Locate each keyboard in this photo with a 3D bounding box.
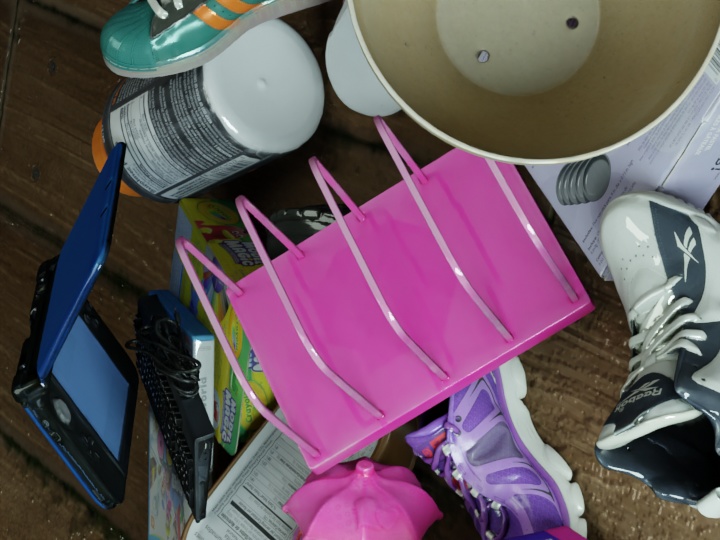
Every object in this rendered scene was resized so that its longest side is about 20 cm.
[{"bbox_3d":[-0.142,0.082,1.493,0.200,0.039,0.105,-123,35,-57],"label":"keyboard"}]

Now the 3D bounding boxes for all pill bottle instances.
[{"bbox_3d":[-0.122,-0.112,1.585,0.200,0.106,0.107,-20,72,52],"label":"pill bottle"}]

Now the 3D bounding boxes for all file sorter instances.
[{"bbox_3d":[0.010,-0.002,1.282,0.199,0.125,0.140,-31,62,7],"label":"file sorter"}]

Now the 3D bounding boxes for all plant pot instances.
[{"bbox_3d":[0.091,-0.151,1.165,0.134,0.199,0.202,93,177,-87],"label":"plant pot"}]

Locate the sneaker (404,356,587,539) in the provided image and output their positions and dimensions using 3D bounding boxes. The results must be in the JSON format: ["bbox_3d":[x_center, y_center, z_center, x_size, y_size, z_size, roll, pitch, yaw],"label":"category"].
[{"bbox_3d":[0.071,0.123,1.323,0.081,0.083,0.201,-52,50,40],"label":"sneaker"}]

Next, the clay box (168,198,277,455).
[{"bbox_3d":[-0.092,0.039,1.537,0.200,0.047,0.116,-127,41,-59],"label":"clay box"}]

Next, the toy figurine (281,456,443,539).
[{"bbox_3d":[0.003,0.210,1.338,0.200,0.149,0.185,-28,73,54],"label":"toy figurine"}]

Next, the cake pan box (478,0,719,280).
[{"bbox_3d":[0.157,-0.127,1.244,0.185,0.052,0.201,56,131,37],"label":"cake pan box"}]

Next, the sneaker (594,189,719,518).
[{"bbox_3d":[0.161,0.047,1.130,0.079,0.129,0.200,-37,71,39],"label":"sneaker"}]

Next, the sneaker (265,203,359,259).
[{"bbox_3d":[0.000,0.000,1.440,0.199,0.076,0.092,4,96,55],"label":"sneaker"}]

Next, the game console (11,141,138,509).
[{"bbox_3d":[-0.174,0.037,1.525,0.118,0.171,0.200,-29,24,12],"label":"game console"}]

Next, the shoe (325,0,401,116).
[{"bbox_3d":[0.027,-0.200,1.421,0.201,0.071,0.091,99,-171,-46],"label":"shoe"}]

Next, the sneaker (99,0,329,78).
[{"bbox_3d":[-0.092,-0.204,1.466,0.072,0.199,0.080,58,171,40],"label":"sneaker"}]

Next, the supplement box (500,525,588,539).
[{"bbox_3d":[0.140,0.234,1.172,0.199,0.101,0.104,28,112,38],"label":"supplement box"}]

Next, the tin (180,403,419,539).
[{"bbox_3d":[-0.044,0.150,1.439,0.200,0.042,0.112,-52,41,-4],"label":"tin"}]

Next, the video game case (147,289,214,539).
[{"bbox_3d":[-0.131,0.127,1.558,0.143,0.018,0.202,-146,55,-68],"label":"video game case"}]
